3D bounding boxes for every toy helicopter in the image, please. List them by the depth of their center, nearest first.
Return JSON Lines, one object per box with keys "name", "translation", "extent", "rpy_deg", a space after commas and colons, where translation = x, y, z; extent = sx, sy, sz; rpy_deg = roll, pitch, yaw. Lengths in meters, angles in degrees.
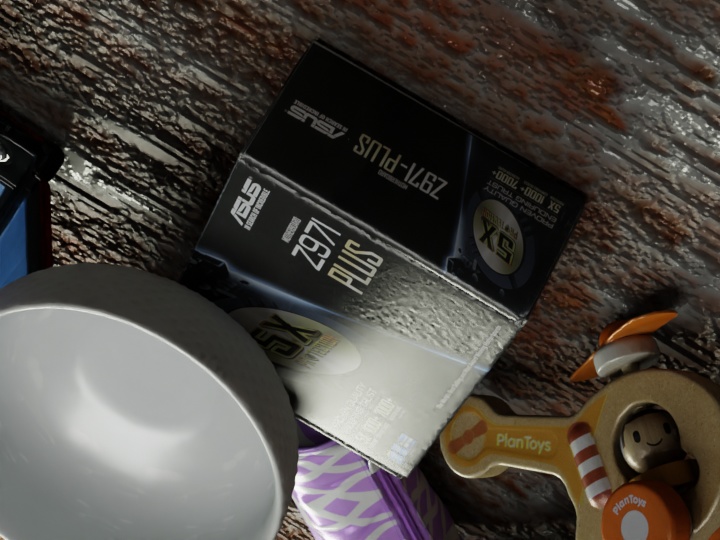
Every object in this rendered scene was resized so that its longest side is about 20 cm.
{"name": "toy helicopter", "translation": [0.119, 0.084, 1.330], "extent": [0.079, 0.132, 0.200], "rpy_deg": [0, -178, -45]}

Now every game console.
{"name": "game console", "translation": [-0.253, -0.004, 1.468], "extent": [0.172, 0.119, 0.200], "rpy_deg": [34, 146, -7]}

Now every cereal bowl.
{"name": "cereal bowl", "translation": [-0.122, 0.074, 1.333], "extent": [0.200, 0.083, 0.200], "rpy_deg": [11, 130, 13]}

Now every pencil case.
{"name": "pencil case", "translation": [0.006, 0.129, 1.482], "extent": [0.085, 0.084, 0.200], "rpy_deg": [16, 149, 35]}

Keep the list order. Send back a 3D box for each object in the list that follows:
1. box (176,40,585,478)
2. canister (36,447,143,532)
{"name": "box", "translation": [0.000, 0.000, 1.315], "extent": [0.164, 0.086, 0.200], "rpy_deg": [31, 147, -1]}
{"name": "canister", "translation": [-0.140, 0.124, 1.503], "extent": [0.148, 0.087, 0.200], "rpy_deg": [10, 173, -6]}
